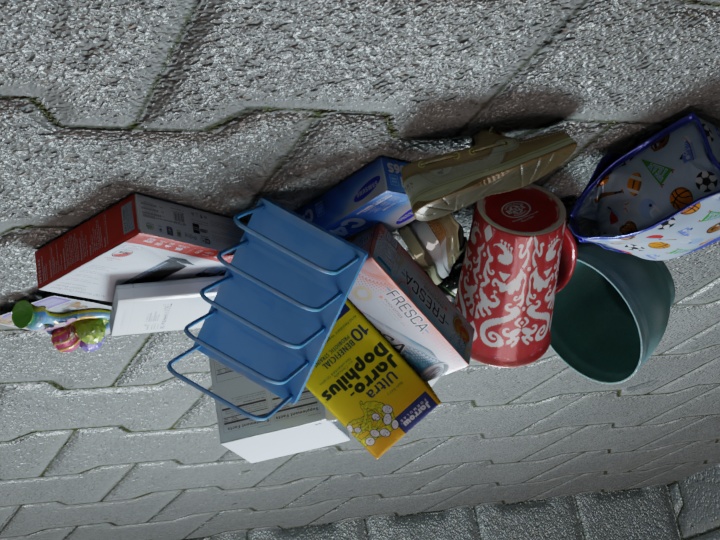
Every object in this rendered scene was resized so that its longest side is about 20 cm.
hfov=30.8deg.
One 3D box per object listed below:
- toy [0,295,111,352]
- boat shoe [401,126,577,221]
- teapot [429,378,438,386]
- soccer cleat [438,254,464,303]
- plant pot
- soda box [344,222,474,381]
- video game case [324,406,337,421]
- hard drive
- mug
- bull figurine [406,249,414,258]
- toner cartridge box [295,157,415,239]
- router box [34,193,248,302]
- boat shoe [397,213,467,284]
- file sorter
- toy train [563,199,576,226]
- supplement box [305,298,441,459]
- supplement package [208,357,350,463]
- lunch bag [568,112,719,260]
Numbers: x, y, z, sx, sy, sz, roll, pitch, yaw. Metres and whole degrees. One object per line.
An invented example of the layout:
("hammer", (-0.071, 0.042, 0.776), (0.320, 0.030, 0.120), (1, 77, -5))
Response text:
("toy", (-0.377, 0.079, 1.717), (0.115, 0.047, 0.200), (-19, 159, 25))
("boat shoe", (0.139, -0.120, 1.421), (0.199, 0.067, 0.074), (-20, 162, -14))
("teapot", (0.046, 0.120, 1.929), (0.197, 0.146, 0.200), (-33, 159, -54))
("soccer cleat", (0.147, 0.002, 1.784), (0.199, 0.068, 0.081), (-12, 143, -1))
("plant pot", (0.355, 0.040, 1.835), (0.134, 0.201, 0.200), (-31, 172, -31))
("soda box", (0.051, 0.039, 1.542), (0.068, 0.064, 0.200), (-24, 122, 32))
("video game case", (-0.029, 0.112, 1.757), (0.018, 0.144, 0.200), (-3, -175, 7))
("hard drive", (-0.200, 0.041, 1.591), (0.199, 0.027, 0.132), (-4, 160, -16))
("mug", (0.189, -0.011, 1.614), (0.133, 0.178, 0.201), (17, 132, 15))
("bull figurine", (0.000, 0.000, 1.666), (0.199, 0.065, 0.121), (-12, 165, 35))
("toner cartridge box", (-0.005, -0.065, 1.528), (0.095, 0.043, 0.200), (6, 154, -42))
("router box", (-0.244, -0.016, 1.525), (0.179, 0.049, 0.200), (-25, 156, 34))
("boat shoe", (0.099, -0.033, 1.619), (0.068, 0.075, 0.200), (-34, 172, 4))
("file sorter", (-0.106, 0.044, 1.444), (0.201, 0.138, 0.123), (-64, 172, 16))
("toy train", (0.250, -0.070, 1.673), (0.199, 0.034, 0.046), (-9, 171, -8))
("supplement box", (-0.013, 0.111, 1.592), (0.109, 0.200, 0.110), (-42, -162, 3))
("supplement package", (-0.116, 0.141, 1.798), (0.150, 0.201, 0.152), (-14, 160, 7))
("lunch bag", (0.366, -0.086, 1.558), (0.200, 0.124, 0.170), (-34, 152, 32))
